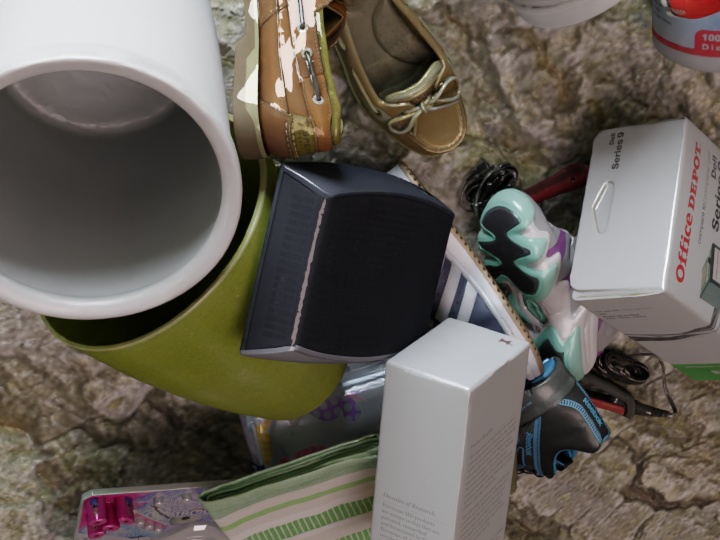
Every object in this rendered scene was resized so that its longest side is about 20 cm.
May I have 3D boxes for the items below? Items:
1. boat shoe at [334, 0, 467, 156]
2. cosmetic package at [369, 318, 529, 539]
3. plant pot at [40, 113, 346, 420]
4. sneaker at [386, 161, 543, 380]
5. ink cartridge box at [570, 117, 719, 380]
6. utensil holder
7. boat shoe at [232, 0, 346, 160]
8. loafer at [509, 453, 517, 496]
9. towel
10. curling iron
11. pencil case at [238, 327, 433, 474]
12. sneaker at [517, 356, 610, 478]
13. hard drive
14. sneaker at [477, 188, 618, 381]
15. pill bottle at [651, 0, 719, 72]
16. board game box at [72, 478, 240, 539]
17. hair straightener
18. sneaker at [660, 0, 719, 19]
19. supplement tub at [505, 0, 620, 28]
[{"bbox_3d":[0.023,-0.152,0.875,0.073,0.063,0.201,-32,126,0],"label":"boat shoe"},{"bbox_3d":[0.063,0.149,0.905,0.101,0.071,0.202,-28,128,-55],"label":"cosmetic package"},{"bbox_3d":[-0.094,0.021,0.879,0.187,0.187,0.200,-38,135,5],"label":"plant pot"},{"bbox_3d":[0.051,0.025,0.964,0.108,0.070,0.200,-37,98,4],"label":"sneaker"},{"bbox_3d":[0.263,-0.011,0.983,0.199,0.084,0.147,28,66,-42],"label":"ink cartridge box"},{"bbox_3d":[-0.160,-0.097,0.738,0.168,0.201,0.171,-4,127,-6],"label":"utensil holder"},{"bbox_3d":[-0.040,-0.162,0.778,0.067,0.202,0.072,-2,163,6],"label":"boat shoe"},{"bbox_3d":[0.052,0.173,1.023,0.075,0.199,0.070,-16,86,-42],"label":"loafer"},{"bbox_3d":[-0.024,0.206,0.978,0.151,0.024,0.201,-19,140,3],"label":"towel"},{"bbox_3d":[0.174,-0.084,0.998,0.199,0.026,0.050,-16,127,-12],"label":"curling iron"},{"bbox_3d":[-0.004,0.105,1.009,0.199,0.083,0.091,-16,134,-12],"label":"pencil case"},{"bbox_3d":[0.133,0.150,1.046,0.073,0.082,0.200,-41,175,-34],"label":"sneaker"},{"bbox_3d":[0.000,0.000,0.830,0.200,0.042,0.136,4,101,-61],"label":"hard drive"},{"bbox_3d":[0.178,-0.017,1.011,0.140,0.078,0.201,-41,133,-19],"label":"sneaker"},{"bbox_3d":[0.264,-0.253,0.879,0.108,0.109,0.201,-16,124,-11],"label":"pill bottle"},{"bbox_3d":[-0.138,0.232,1.021,0.198,0.026,0.201,0,144,-19],"label":"board game box"},{"bbox_3d":[0.216,0.091,1.110,0.199,0.041,0.077,21,110,-24],"label":"hair straightener"},{"bbox_3d":[0.283,-0.223,0.785,0.199,0.085,0.077,-31,125,-2],"label":"sneaker"},{"bbox_3d":[0.102,-0.269,0.784,0.145,0.145,0.200,-41,125,6],"label":"supplement tub"}]
